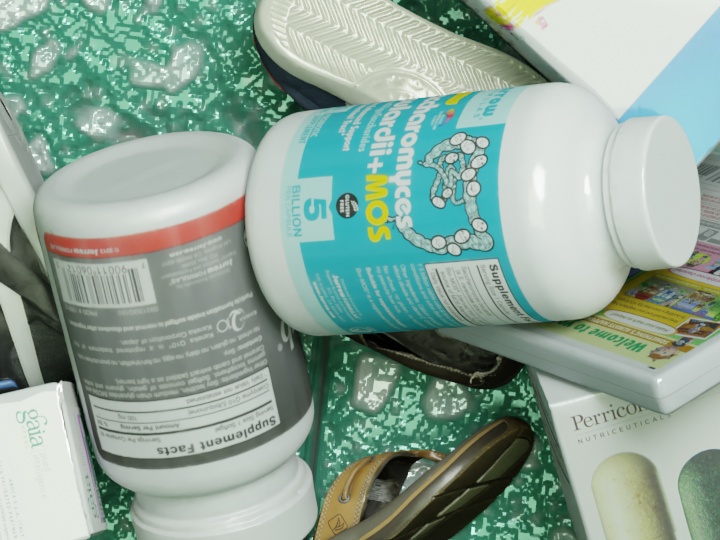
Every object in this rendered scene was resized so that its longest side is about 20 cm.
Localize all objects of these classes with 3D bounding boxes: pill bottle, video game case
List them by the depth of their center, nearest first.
[{"bbox_3d":[0.054,-0.029,1.172,0.200,0.111,0.111,-5,94,28],"label":"pill bottle"},{"bbox_3d":[0.157,0.001,1.200,0.182,0.200,0.022,-28,112,-22],"label":"video game case"},{"bbox_3d":[-0.087,0.041,1.245,0.116,0.116,0.200,-11,111,2],"label":"pill bottle"}]

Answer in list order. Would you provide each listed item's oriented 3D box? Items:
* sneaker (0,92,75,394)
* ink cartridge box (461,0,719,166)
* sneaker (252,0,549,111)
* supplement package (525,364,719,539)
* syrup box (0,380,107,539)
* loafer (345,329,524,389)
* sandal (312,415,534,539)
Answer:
[{"bbox_3d":[-0.214,-0.019,1.293,0.112,0.073,0.200,-26,94,1],"label":"sneaker"},{"bbox_3d":[0.126,-0.164,1.241,0.200,0.147,0.146,42,94,-2],"label":"ink cartridge box"},{"bbox_3d":[0.032,-0.086,1.281,0.200,0.085,0.075,35,77,-6],"label":"sneaker"},{"bbox_3d":[0.179,0.108,1.236,0.151,0.151,0.200,-17,107,2],"label":"supplement package"},{"bbox_3d":[-0.231,0.115,1.233,0.199,0.081,0.079,-13,86,-3],"label":"syrup box"},{"bbox_3d":[0.000,0.000,1.292,0.200,0.071,0.073,24,94,-1],"label":"loafer"},{"bbox_3d":[0.001,0.132,1.309,0.200,0.082,0.055,-36,71,10],"label":"sandal"}]
